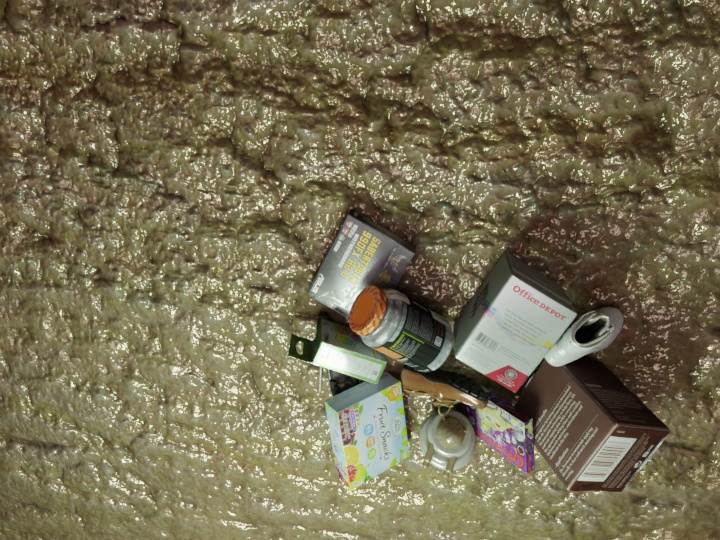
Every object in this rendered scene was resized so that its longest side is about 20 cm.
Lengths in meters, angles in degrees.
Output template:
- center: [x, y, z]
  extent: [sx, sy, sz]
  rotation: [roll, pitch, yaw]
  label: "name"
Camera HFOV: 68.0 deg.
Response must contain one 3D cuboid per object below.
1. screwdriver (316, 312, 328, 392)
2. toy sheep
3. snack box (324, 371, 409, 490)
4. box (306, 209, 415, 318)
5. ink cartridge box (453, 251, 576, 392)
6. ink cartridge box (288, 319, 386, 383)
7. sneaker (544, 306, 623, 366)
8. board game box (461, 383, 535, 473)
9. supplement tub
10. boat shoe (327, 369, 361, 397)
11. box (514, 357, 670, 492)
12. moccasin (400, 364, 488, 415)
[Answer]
- center: [-0.085, 0.190, 1.203]
  extent: [0.029, 0.028, 0.204]
  rotation: [13, 112, 35]
  label: "screwdriver"
- center: [0.188, 0.373, 1.164]
  extent: [0.135, 0.140, 0.201]
  rotation: [11, 155, 5]
  label: "toy sheep"
- center: [0.018, 0.352, 1.182]
  extent: [0.166, 0.067, 0.204]
  rotation: [-18, 113, -28]
  label: "snack box"
- center: [0.000, 0.000, 1.110]
  extent: [0.157, 0.048, 0.202]
  rotation: [30, 112, -2]
  label: "box"
- center: [0.294, 0.096, 1.046]
  extent: [0.144, 0.145, 0.202]
  rotation: [30, 112, -3]
  label: "ink cartridge box"
- center: [-0.048, 0.162, 1.127]
  extent: [0.197, 0.104, 0.060]
  rotation: [19, 109, -10]
  label: "ink cartridge box"
- center: [0.447, 0.110, 1.000]
  extent: [0.074, 0.198, 0.116]
  rotation: [57, 155, 17]
  label: "sneaker"
- center: [0.281, 0.318, 1.116]
  extent: [0.032, 0.199, 0.122]
  rotation: [-21, 112, -23]
  label: "board game box"
- center: [0.080, 0.114, 1.066]
  extent: [0.198, 0.123, 0.123]
  rotation: [30, 114, -30]
  label: "supplement tub"
- center: [-0.032, 0.272, 1.207]
  extent: [0.072, 0.065, 0.203]
  rotation: [-14, 107, 14]
  label: "boat shoe"
- center: [0.438, 0.293, 1.040]
  extent: [0.162, 0.201, 0.168]
  rotation: [12, 116, -27]
  label: "box"
- center: [0.174, 0.257, 1.131]
  extent: [0.198, 0.073, 0.079]
  rotation: [8, 104, 28]
  label: "moccasin"
